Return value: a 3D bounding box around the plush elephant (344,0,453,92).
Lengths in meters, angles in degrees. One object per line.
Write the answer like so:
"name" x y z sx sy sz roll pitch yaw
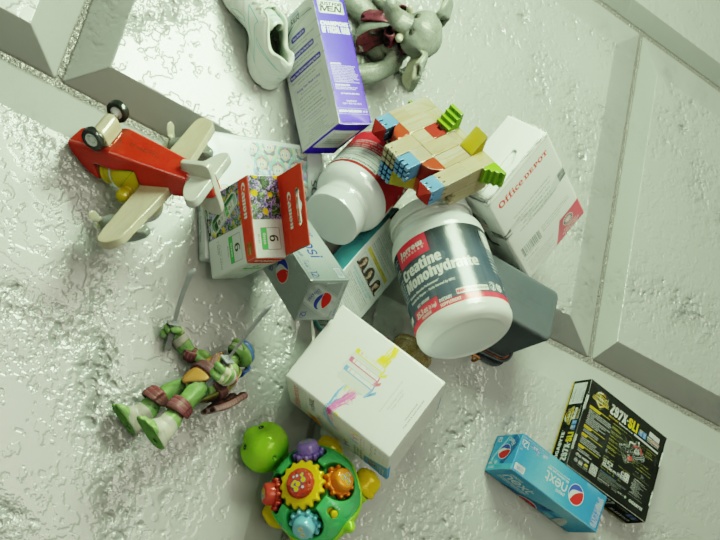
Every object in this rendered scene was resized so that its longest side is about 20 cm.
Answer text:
"plush elephant" 0.056 -0.359 1.704 0.198 0.154 0.167 29 64 -25

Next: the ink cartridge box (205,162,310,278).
"ink cartridge box" -0.137 -0.062 1.446 0.050 0.199 0.111 -2 80 -32

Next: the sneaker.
"sneaker" -0.143 -0.370 1.619 0.070 0.080 0.203 -22 90 -34

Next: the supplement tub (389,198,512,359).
"supplement tub" 0.123 0.008 1.576 0.138 0.141 0.203 4 55 -33

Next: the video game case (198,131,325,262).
"video game case" -0.139 -0.097 1.591 0.197 0.024 0.186 5 76 -33

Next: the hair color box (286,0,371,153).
"hair color box" -0.055 -0.284 1.628 0.064 0.109 0.204 -5 76 -35

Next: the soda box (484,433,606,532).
"soda box" 0.293 0.336 1.758 0.199 0.067 0.065 39 61 -21

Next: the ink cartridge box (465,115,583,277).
"ink cartridge box" 0.238 -0.109 1.682 0.146 0.084 0.201 -49 139 -10

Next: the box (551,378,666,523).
"box" 0.414 0.302 1.862 0.199 0.049 0.162 36 59 -22

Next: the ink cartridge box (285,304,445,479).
"ink cartridge box" -0.004 0.155 1.491 0.199 0.129 0.126 36 71 14

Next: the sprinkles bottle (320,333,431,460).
"sprinkles bottle" 0.024 0.180 1.611 0.069 0.068 0.200 51 56 -13

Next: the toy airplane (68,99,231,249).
"toy airplane" -0.261 -0.115 1.441 0.197 0.142 0.201 -11 53 -22

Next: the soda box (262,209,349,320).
"soda box" -0.091 -0.023 1.483 0.063 0.069 0.201 0 38 -34

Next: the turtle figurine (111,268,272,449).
"turtle figurine" -0.223 0.115 1.416 0.143 0.201 0.194 37 59 18

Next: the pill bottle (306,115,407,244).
"pill bottle" 0.006 -0.130 1.628 0.113 0.112 0.200 51 48 -13

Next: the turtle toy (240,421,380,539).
"turtle toy" -0.078 0.278 1.472 0.146 0.199 0.101 -50 148 -7

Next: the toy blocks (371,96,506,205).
"toy blocks" 0.085 -0.158 1.560 0.135 0.101 0.200 -26 60 -32

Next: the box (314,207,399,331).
"box" 0.000 0.000 1.634 0.200 0.049 0.083 -48 126 -32

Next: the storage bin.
"storage bin" 0.198 0.059 1.718 0.198 0.134 0.148 28 65 -25
